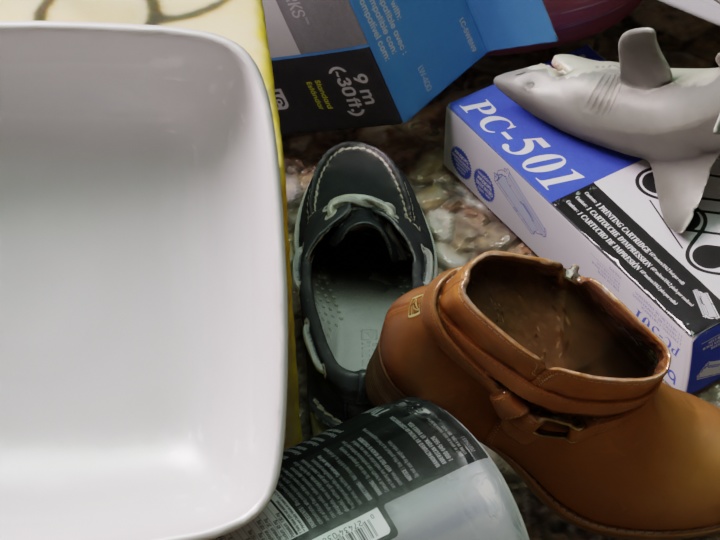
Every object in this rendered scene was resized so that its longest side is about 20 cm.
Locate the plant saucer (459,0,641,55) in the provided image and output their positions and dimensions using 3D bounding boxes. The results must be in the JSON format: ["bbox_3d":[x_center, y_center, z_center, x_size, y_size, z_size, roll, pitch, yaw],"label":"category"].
[{"bbox_3d":[0.081,-0.172,1.248,0.199,0.051,0.201,-7,30,4],"label":"plant saucer"}]

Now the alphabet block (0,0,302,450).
[{"bbox_3d":[-0.136,-0.031,1.037,0.199,0.197,0.196,-5,47,-3],"label":"alphabet block"}]

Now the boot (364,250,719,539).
[{"bbox_3d":[0.105,0.054,0.952,0.199,0.155,0.074,15,69,-10],"label":"boot"}]

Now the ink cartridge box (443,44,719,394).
[{"bbox_3d":[0.136,-0.029,1.134,0.094,0.044,0.200,-24,49,-23],"label":"ink cartridge box"}]

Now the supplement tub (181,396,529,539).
[{"bbox_3d":[-0.036,0.142,0.913,0.199,0.123,0.123,-24,49,-20],"label":"supplement tub"}]

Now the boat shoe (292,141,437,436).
[{"bbox_3d":[0.000,0.000,1.097,0.073,0.061,0.201,1,45,3],"label":"boat shoe"}]

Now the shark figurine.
[{"bbox_3d":[0.159,-0.064,1.067,0.128,0.214,0.090,15,82,-21],"label":"shark figurine"}]

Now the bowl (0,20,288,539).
[{"bbox_3d":[-0.129,0.009,0.872,0.199,0.075,0.201,-2,89,-5],"label":"bowl"}]

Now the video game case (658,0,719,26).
[{"bbox_3d":[0.207,-0.160,1.147,0.199,0.023,0.182,26,32,19],"label":"video game case"}]

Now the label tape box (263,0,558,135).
[{"bbox_3d":[-0.021,-0.145,1.138,0.199,0.145,0.063,-4,38,31],"label":"label tape box"}]
